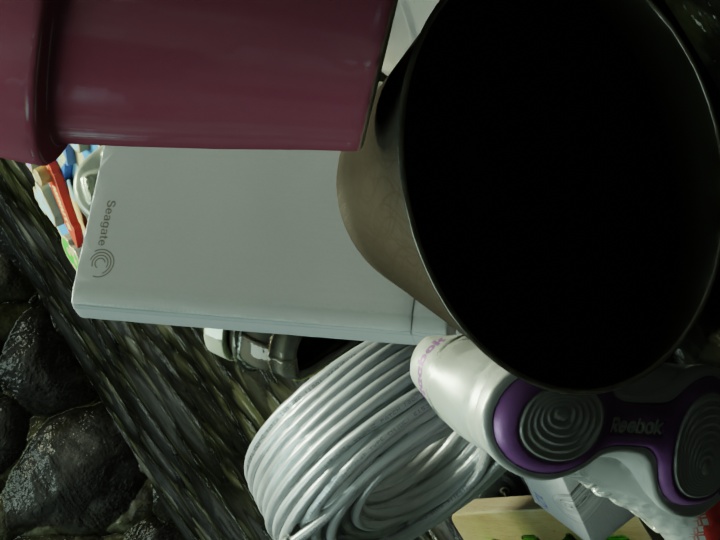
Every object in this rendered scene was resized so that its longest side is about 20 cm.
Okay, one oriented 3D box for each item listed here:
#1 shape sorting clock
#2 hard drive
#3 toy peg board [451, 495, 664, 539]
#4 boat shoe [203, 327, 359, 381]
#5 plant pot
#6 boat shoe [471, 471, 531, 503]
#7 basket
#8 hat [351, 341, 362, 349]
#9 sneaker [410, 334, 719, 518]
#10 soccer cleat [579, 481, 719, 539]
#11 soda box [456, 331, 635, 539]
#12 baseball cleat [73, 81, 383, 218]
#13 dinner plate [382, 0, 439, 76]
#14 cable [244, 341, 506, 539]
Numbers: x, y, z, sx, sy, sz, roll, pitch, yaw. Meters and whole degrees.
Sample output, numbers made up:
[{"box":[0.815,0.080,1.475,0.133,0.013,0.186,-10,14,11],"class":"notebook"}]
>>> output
[{"box":[-0.182,-0.066,1.237,0.200,0.039,0.200,48,153,34],"class":"shape sorting clock"},{"box":[-0.042,-0.032,1.049,0.199,0.132,0.027,4,158,13],"class":"hard drive"},{"box":[0.141,0.251,1.279,0.200,0.098,0.200,58,150,-10],"class":"toy peg board"},{"box":[0.000,0.003,1.116,0.060,0.202,0.072,26,129,29],"class":"boat shoe"},{"box":[-0.071,-0.132,0.831,0.178,0.201,0.200,13,162,-1],"class":"plant pot"},{"box":[0.098,0.155,1.389,0.200,0.057,0.069,61,165,-23],"class":"boat shoe"},{"box":[0.062,-0.043,0.901,0.200,0.135,0.181,-171,68,-78],"class":"basket"},{"box":[-0.025,0.013,1.300,0.200,0.081,0.201,29,167,8],"class":"hat"},{"box":[0.110,0.063,0.962,0.200,0.075,0.099,19,-176,-40],"class":"sneaker"},{"box":[0.135,0.095,1.061,0.069,0.085,0.200,32,153,58],"class":"soccer cleat"},{"box":[0.105,0.054,1.106,0.063,0.068,0.200,35,155,54],"class":"soda box"},{"box":[-0.062,-0.055,1.147,0.106,0.199,0.070,116,143,-81],"class":"baseball cleat"},{"box":[-0.004,-0.164,1.059,0.200,0.024,0.200,49,165,18],"class":"dinner plate"},{"box":[0.027,0.101,1.209,0.200,0.200,0.069,-2,-131,-51],"class":"cable"}]
